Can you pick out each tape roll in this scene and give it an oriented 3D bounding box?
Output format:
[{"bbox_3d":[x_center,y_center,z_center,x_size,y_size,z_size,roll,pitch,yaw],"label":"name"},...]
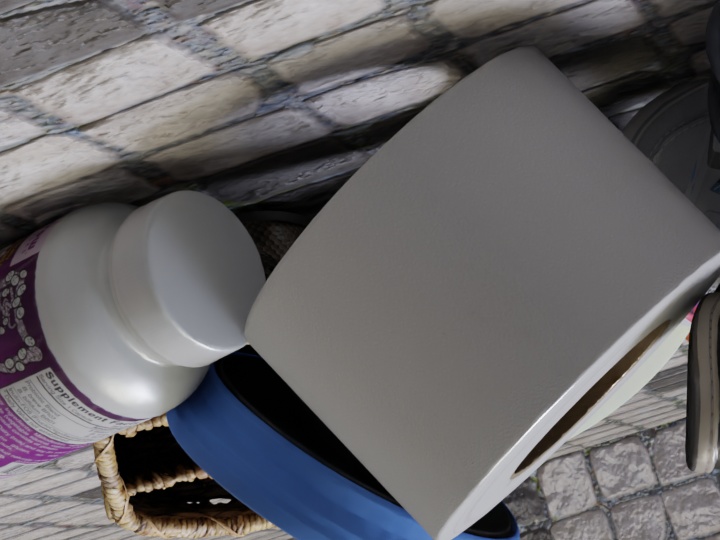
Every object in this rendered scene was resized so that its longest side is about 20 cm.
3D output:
[{"bbox_3d":[0.062,0.012,1.127,0.203,0.139,0.203,-43,169,-11],"label":"tape roll"}]

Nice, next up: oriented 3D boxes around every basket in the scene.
[{"bbox_3d":[-0.068,0.094,1.454,0.198,0.144,0.149,-12,-173,-10],"label":"basket"}]

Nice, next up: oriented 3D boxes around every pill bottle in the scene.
[{"bbox_3d":[-0.144,0.031,1.201,0.199,0.113,0.112,-24,166,38],"label":"pill bottle"}]

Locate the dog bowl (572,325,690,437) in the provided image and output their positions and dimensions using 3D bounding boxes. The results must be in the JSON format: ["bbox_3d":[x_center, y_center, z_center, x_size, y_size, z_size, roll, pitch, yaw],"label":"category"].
[{"bbox_3d":[0.098,0.017,1.349,0.199,0.079,0.201,-23,144,-17],"label":"dog bowl"}]

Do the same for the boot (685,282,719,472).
[{"bbox_3d":[0.235,0.051,1.124,0.149,0.074,0.200,6,-167,16],"label":"boot"}]

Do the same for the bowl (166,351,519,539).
[{"bbox_3d":[-0.006,0.105,1.230,0.040,0.200,0.200,-61,158,9],"label":"bowl"}]

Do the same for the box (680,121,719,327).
[{"bbox_3d":[0.244,-0.027,1.200,0.155,0.041,0.201,13,144,3],"label":"box"}]

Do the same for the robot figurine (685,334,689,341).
[{"bbox_3d":[0.284,0.027,1.511,0.144,0.199,0.117,-60,-176,27],"label":"robot figurine"}]

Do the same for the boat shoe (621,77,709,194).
[{"bbox_3d":[0.231,-0.074,1.276,0.199,0.073,0.068,-11,-173,-23],"label":"boat shoe"}]

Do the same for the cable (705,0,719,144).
[{"bbox_3d":[0.241,-0.066,1.078,0.162,0.201,0.051,-3,-145,12],"label":"cable"}]

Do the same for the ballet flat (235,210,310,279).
[{"bbox_3d":[0.000,0.000,1.354,0.199,0.047,0.067,7,160,-43],"label":"ballet flat"}]
